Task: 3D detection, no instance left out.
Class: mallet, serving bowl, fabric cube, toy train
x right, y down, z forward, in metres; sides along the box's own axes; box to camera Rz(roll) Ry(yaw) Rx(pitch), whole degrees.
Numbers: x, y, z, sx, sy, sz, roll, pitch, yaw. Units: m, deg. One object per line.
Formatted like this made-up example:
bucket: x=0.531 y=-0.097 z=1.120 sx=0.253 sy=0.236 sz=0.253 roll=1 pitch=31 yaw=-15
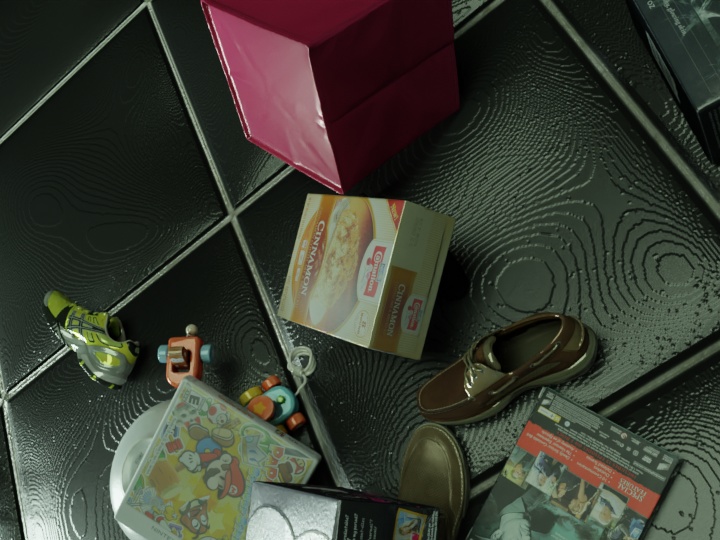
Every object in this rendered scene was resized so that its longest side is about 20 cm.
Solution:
mallet: x=0.048 y=-0.042 z=0.916 sx=0.041 sy=0.066 sz=0.200 roll=-43 pitch=55 yaw=-2
serving bowl: x=-0.248 y=0.257 z=0.996 sx=0.200 sy=0.066 sz=0.201 roll=-12 pitch=67 yaw=29
fabric cube: x=-0.028 y=-0.248 z=0.912 sx=0.199 sy=0.200 sz=0.196 roll=-38 pitch=50 yaw=-22
toy train: x=-0.159 y=0.136 z=0.947 sx=0.199 sy=0.056 sz=0.151 roll=2 pitch=72 yaw=11

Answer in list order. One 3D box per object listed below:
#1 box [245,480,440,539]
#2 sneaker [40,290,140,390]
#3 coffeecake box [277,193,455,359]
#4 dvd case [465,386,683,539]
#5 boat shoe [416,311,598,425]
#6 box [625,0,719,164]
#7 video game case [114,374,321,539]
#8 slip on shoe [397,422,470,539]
box: x=-0.029 y=0.282 z=0.769 sx=0.200 sy=0.114 sz=0.133 roll=-16 pitch=64 yaw=60
sneaker: x=-0.388 y=0.087 z=1.147 sx=0.200 sy=0.075 sz=0.076 roll=39 pitch=88 yaw=25
coffeecake box: x=0.000 y=0.000 z=0.877 sx=0.200 sy=0.073 sz=0.154 roll=12 pitch=86 yaw=56
dvd case: x=0.195 y=0.233 z=0.756 sx=0.146 sy=0.022 sz=0.200 roll=26 pitch=87 yaw=36
boat shoe: x=0.136 y=0.093 z=0.799 sx=0.200 sy=0.072 sz=0.076 roll=-31 pitch=44 yaw=22
box: x=0.380 y=-0.245 z=0.749 sx=0.196 sy=0.124 sz=0.200 roll=-27 pitch=61 yaw=19
video game case: x=-0.167 y=0.250 z=0.905 sx=0.182 sy=0.023 sz=0.200 roll=30 pitch=101 yaw=7
slip on shoe: x=0.062 y=0.255 z=0.805 sx=0.076 sy=0.061 sz=0.201 roll=3 pitch=75 yaw=33
